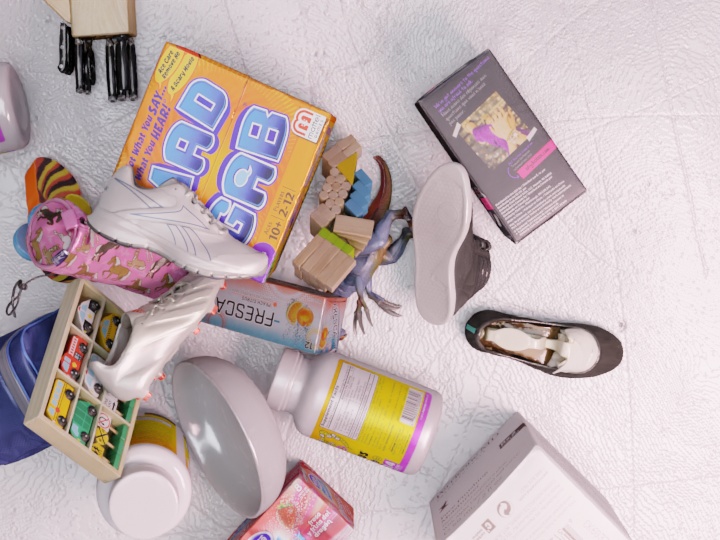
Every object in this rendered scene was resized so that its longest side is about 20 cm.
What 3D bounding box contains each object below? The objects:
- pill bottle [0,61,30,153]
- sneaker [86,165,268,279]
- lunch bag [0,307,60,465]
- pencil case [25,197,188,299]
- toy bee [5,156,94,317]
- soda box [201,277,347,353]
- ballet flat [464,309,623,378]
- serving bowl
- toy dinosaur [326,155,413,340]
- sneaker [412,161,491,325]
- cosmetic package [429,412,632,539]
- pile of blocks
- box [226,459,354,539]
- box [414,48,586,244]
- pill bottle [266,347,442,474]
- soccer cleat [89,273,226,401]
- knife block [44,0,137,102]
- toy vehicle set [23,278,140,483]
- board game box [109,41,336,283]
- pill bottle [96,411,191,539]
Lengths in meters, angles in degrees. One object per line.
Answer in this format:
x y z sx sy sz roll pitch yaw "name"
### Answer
-0.495 -0.175 1.720 0.197 0.104 0.106 -11 95 0 "pill bottle"
-0.187 -0.047 1.551 0.198 0.075 0.088 22 90 -2 "sneaker"
-0.359 0.124 1.705 0.131 0.200 0.137 -24 97 20 "lunch bag"
-0.281 -0.021 1.666 0.086 0.199 0.084 31 97 38 "pencil case"
-0.354 -0.028 1.731 0.108 0.130 0.203 18 76 -28 "toy bee"
-0.117 0.042 1.723 0.198 0.063 0.069 14 95 25 "soda box"
0.223 0.093 1.766 0.197 0.068 0.069 8 94 -1 "ballet flat"
-0.144 0.185 1.723 0.065 0.200 0.202 -26 95 -26 "serving bowl"
0.000 0.000 1.773 0.180 0.105 0.201 -30 61 11 "toy dinosaur"
0.112 -0.044 1.725 0.070 0.099 0.202 18 120 27 "sneaker"
0.194 0.295 1.716 0.165 0.200 0.165 45 93 -4 "cosmetic package"
-0.022 -0.057 1.730 0.081 0.062 0.202 12 65 4 "pile of blocks"
-0.105 0.339 1.768 0.095 0.103 0.200 43 94 -3 "box"
0.160 -0.145 1.719 0.106 0.122 0.201 -35 94 2 "box"
-0.009 0.161 1.745 0.198 0.104 0.105 21 94 -1 "pill bottle"
-0.224 0.056 1.654 0.078 0.069 0.201 43 66 -19 "soccer cleat"
-0.290 -0.307 1.732 0.175 0.064 0.200 42 93 -4 "knife block"
-0.298 0.121 1.642 0.026 0.202 0.124 -25 128 31 "toy vehicle set"
-0.156 -0.123 1.679 0.198 0.200 0.202 23 94 -1 "board game box"
-0.250 0.240 1.703 0.108 0.200 0.111 -1 100 -8 "pill bottle"
